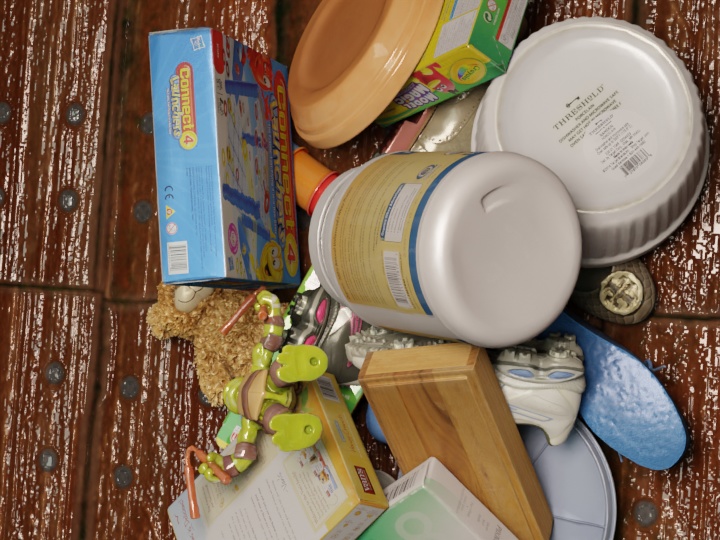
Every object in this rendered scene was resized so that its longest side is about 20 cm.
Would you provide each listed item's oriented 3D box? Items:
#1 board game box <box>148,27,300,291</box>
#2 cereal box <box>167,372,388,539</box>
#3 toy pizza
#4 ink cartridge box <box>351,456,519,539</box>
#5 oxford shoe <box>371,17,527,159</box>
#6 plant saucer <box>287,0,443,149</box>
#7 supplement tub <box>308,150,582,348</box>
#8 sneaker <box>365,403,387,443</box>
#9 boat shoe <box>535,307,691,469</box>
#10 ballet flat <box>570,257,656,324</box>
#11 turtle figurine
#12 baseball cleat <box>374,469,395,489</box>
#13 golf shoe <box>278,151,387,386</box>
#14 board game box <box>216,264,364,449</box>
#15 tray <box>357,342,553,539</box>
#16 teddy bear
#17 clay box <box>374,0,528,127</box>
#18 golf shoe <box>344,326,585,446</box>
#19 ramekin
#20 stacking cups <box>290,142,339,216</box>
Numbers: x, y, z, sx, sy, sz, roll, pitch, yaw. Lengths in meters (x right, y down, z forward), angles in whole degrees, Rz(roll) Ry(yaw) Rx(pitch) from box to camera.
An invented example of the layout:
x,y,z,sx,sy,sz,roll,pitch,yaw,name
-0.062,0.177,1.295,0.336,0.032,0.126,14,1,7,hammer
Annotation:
x,y,z,sx,sy,sz,roll,pitch,yaw,name
-0.110,-0.086,1.387,0.055,0.196,0.202,-5,87,15,board game box
-0.073,0.197,1.376,0.200,0.039,0.144,-46,47,25,cereal box
0.124,0.199,1.419,0.199,0.032,0.202,-1,88,25,toy pizza
0.068,0.265,1.362,0.200,0.050,0.161,46,122,-9,ink cartridge box
0.089,-0.141,1.452,0.075,0.070,0.200,37,99,-8,oxford shoe
-0.002,-0.200,1.427,0.200,0.037,0.201,-41,33,34,plant saucer
0.060,-0.020,1.290,0.200,0.144,0.146,7,88,58,supplement tub
0.061,0.057,1.438,0.066,0.078,0.201,32,80,-19,sneaker
0.201,0.083,1.382,0.084,0.069,0.200,-45,69,11,boat shoe
0.167,-0.027,1.412,0.200,0.046,0.067,44,102,18,ballet flat
-0.077,0.111,1.334,0.064,0.161,0.201,22,79,-22,turtle figurine
-0.033,0.221,1.456,0.199,0.070,0.107,-5,84,23,baseball cleat
0.000,0.000,1.415,0.088,0.077,0.201,21,92,-10,golf shoe
-0.039,0.086,1.450,0.095,0.030,0.201,29,86,8,board game box
0.079,0.146,1.337,0.098,0.037,0.201,-7,126,24,tray
-0.103,0.055,1.499,0.145,0.067,0.200,-43,74,11,teddy bear
0.061,-0.196,1.406,0.200,0.047,0.116,-19,47,55,clay box
0.082,0.096,1.349,0.199,0.078,0.098,7,109,16,golf shoe
0.188,-0.111,1.353,0.199,0.105,0.202,-1,78,5,ramekin
-0.078,-0.101,1.512,0.199,0.060,0.061,35,99,14,stacking cups
